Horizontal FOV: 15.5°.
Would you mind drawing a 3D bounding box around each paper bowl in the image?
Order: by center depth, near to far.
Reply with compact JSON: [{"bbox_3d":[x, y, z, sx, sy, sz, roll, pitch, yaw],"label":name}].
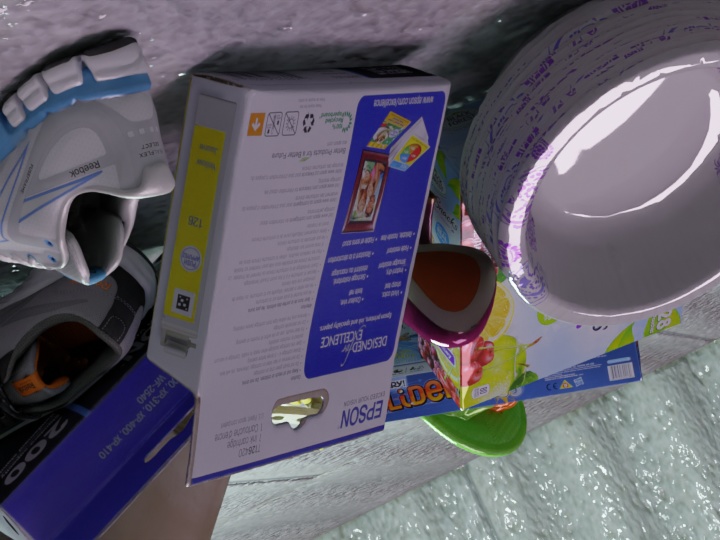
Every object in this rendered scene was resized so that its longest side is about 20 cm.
[{"bbox_3d":[0.149,-0.074,1.496,0.200,0.105,0.201,-17,137,-17],"label":"paper bowl"}]

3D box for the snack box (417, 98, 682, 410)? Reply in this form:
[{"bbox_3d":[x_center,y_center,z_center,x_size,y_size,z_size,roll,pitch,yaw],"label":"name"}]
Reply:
[{"bbox_3d":[0.121,-0.027,1.650,0.168,0.068,0.201,-20,138,-18],"label":"snack box"}]

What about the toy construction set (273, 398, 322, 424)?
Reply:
[{"bbox_3d":[-0.026,0.068,1.978,0.131,0.092,0.200,16,137,-36],"label":"toy construction set"}]

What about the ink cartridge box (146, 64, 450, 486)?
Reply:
[{"bbox_3d":[-0.034,-0.004,1.362,0.047,0.201,0.197,19,-166,28],"label":"ink cartridge box"}]

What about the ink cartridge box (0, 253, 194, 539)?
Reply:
[{"bbox_3d":[-0.135,0.072,1.496,0.198,0.043,0.200,-47,-162,-13],"label":"ink cartridge box"}]

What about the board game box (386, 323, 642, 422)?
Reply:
[{"bbox_3d":[0.089,0.047,1.801,0.199,0.035,0.136,-10,-157,7],"label":"board game box"}]

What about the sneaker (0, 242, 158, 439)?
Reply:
[{"bbox_3d":[-0.201,0.057,1.485,0.200,0.074,0.079,-35,-154,25],"label":"sneaker"}]

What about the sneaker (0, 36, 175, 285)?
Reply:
[{"bbox_3d":[-0.153,-0.025,1.218,0.075,0.087,0.200,-18,169,-41],"label":"sneaker"}]

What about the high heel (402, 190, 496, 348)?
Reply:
[{"bbox_3d":[0.035,0.023,1.534,0.067,0.097,0.200,5,-156,-8],"label":"high heel"}]

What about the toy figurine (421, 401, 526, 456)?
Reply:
[{"bbox_3d":[0.112,0.033,2.142,0.199,0.151,0.184,16,130,-37],"label":"toy figurine"}]

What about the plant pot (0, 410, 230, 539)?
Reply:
[{"bbox_3d":[-0.180,0.167,1.854,0.174,0.200,0.200,-58,163,8],"label":"plant pot"}]
